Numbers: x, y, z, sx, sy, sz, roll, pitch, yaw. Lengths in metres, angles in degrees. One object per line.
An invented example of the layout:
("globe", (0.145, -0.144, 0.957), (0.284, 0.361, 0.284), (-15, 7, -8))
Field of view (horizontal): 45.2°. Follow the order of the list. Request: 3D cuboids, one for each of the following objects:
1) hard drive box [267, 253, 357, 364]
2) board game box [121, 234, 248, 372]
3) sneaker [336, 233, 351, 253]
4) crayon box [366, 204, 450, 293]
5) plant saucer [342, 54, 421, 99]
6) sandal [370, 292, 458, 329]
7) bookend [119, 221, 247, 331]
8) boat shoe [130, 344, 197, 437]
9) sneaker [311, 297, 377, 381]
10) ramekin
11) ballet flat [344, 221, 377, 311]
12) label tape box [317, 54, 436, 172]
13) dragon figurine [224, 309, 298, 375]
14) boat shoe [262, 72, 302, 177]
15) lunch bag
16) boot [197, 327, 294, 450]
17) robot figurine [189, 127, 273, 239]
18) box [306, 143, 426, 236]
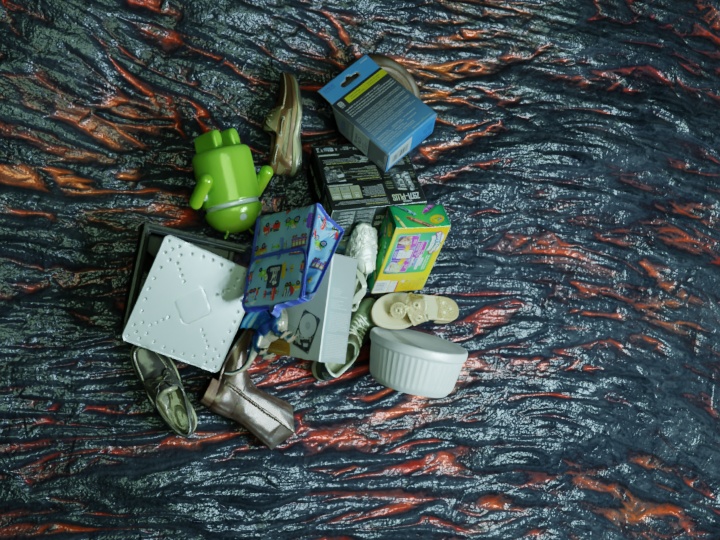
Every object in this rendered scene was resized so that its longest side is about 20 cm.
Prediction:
("hard drive box", (-0.095, 0.068, 1.660), (0.076, 0.154, 0.204), (12, 83, -48))
("board game box", (-0.308, 0.062, 1.574), (0.198, 0.026, 0.203), (24, 90, -30))
("sneaker", (-0.060, -0.067, 1.708), (0.196, 0.087, 0.076), (-9, 130, -17))
("crayon box", (0.090, -0.041, 1.713), (0.116, 0.202, 0.059), (-4, 51, -21))
("plant saucer", (0.042, -0.348, 1.787), (0.196, 0.037, 0.205), (1, 88, -18))
("sandal", (0.124, 0.071, 1.763), (0.208, 0.070, 0.079), (1, 67, -30))
("bookend", (-0.333, 0.031, 1.619), (0.195, 0.092, 0.204), (14, 86, -18))
("boat shoe", (-0.363, 0.221, 1.619), (0.073, 0.065, 0.202), (-33, 98, -15))
("sneaker", (-0.016, 0.140, 1.726), (0.067, 0.090, 0.201), (42, 76, -12))
("ramekin", (0.107, 0.183, 1.718), (0.199, 0.202, 0.096), (12, 96, -18))
("ballet flat", (0.000, 0.000, 1.695), (0.070, 0.072, 0.202), (4, 129, -18))
("label tape box", (0.030, -0.313, 1.710), (0.144, 0.064, 0.200), (-40, 72, -22))
("dragon figurine", (-0.184, 0.109, 1.623), (0.199, 0.059, 0.100), (-41, 61, 9))
("boat shoe", (-0.154, -0.286, 1.699), (0.072, 0.076, 0.205), (-1, 88, -15))
("lunch bag", (-0.132, -0.004, 1.564), (0.094, 0.148, 0.203), (44, 49, -41))
("boot", (-0.193, 0.227, 1.683), (0.199, 0.064, 0.188), (34, 75, -19))
("robot figurine", (-0.252, -0.163, 1.639), (0.174, 0.114, 0.204), (-15, 93, -48))
("box", (0.010, -0.163, 1.706), (0.196, 0.087, 0.166), (-7, 57, -19))
